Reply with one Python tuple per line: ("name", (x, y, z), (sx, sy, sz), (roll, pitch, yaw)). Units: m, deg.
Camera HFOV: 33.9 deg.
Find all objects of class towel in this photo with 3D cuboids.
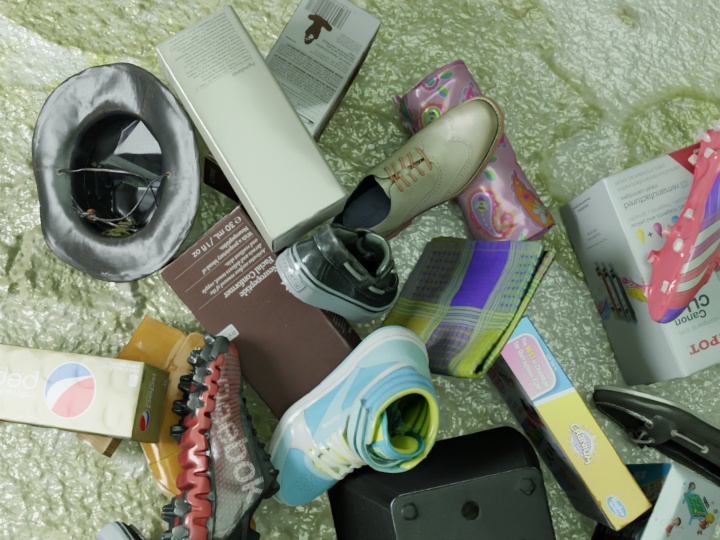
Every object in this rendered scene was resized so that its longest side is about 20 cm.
("towel", (0.088, 0.030, 1.093), (0.023, 0.200, 0.144), (36, 79, -24))

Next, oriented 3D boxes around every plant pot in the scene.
("plant pot", (0.088, 0.254, 1.062), (0.198, 0.177, 0.201), (-10, 82, -8))

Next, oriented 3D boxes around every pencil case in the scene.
("pencil case", (0.112, -0.107, 1.169), (0.087, 0.087, 0.201), (-29, 86, -11))

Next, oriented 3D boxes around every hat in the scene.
("hat", (-0.214, -0.091, 1.111), (0.199, 0.081, 0.203), (1, 93, 23))

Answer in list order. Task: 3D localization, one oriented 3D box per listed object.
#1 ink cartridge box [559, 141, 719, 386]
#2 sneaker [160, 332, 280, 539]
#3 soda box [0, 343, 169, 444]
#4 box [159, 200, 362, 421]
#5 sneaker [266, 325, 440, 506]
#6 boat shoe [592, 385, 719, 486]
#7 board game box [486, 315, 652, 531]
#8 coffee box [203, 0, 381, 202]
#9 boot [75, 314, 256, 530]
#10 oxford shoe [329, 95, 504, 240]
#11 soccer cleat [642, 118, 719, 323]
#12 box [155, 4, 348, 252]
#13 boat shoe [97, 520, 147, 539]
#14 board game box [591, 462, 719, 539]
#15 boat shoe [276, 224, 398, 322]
("ink cartridge box", (0.310, -0.005, 1.148), (0.144, 0.145, 0.201), (-20, 85, -11))
("sneaker", (-0.117, 0.158, 1.041), (0.097, 0.071, 0.202), (9, 74, -20))
("soda box", (-0.278, 0.107, 1.059), (0.198, 0.064, 0.068), (6, 79, 13))
("box", (-0.084, 0.043, 1.099), (0.100, 0.075, 0.200), (-39, 97, 8))
("sneaker", (-0.009, 0.150, 1.017), (0.079, 0.131, 0.200), (33, 104, -23))
("boat shoe", (0.317, 0.170, 1.162), (0.199, 0.067, 0.057), (22, 74, -7))
("board game box", (0.181, 0.140, 1.102), (0.040, 0.153, 0.201), (-33, 87, -5))
("coffee box", (-0.067, -0.160, 1.137), (0.079, 0.114, 0.201), (30, 80, -2))
("boot", (-0.151, 0.141, 1.100), (0.200, 0.071, 0.145), (32, 79, 2))
("oxford shoe", (0.053, -0.088, 1.113), (0.200, 0.074, 0.071), (-44, 77, 23))
("soccer cleat", (0.314, -0.040, 1.049), (0.076, 0.067, 0.201), (24, 77, -7))
("box", (-0.095, -0.123, 1.035), (0.082, 0.068, 0.201), (-30, 85, -9))
("boat shoe", (-0.158, 0.298, 1.083), (0.071, 0.072, 0.200), (-42, 99, -21))
("board game box", (0.252, 0.283, 1.095), (0.064, 0.148, 0.201), (27, 78, 0))
("boat shoe", (0.000, 0.000, 1.071), (0.071, 0.200, 0.072), (-34, 76, 17))
